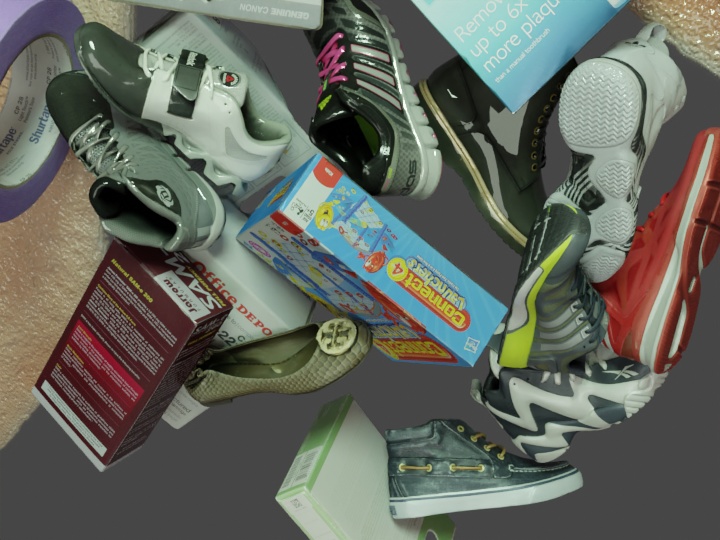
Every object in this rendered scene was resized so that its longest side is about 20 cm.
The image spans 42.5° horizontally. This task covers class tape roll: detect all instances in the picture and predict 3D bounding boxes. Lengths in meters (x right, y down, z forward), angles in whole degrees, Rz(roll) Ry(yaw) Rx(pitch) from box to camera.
[{"bbox_3d":[-0.310,-0.147,0.797,0.065,0.201,0.203,20,122,5],"label":"tape roll"}]

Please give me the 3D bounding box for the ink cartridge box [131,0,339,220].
[{"bbox_3d":[-0.139,-0.133,0.857,0.161,0.058,0.200,-30,127,27],"label":"ink cartridge box"}]

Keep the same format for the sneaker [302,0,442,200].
[{"bbox_3d":[-0.009,-0.144,0.742,0.074,0.087,0.203,-34,77,49],"label":"sneaker"}]

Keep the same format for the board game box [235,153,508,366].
[{"bbox_3d":[0.000,0.000,0.790,0.195,0.200,0.056,39,77,-11],"label":"board game box"}]

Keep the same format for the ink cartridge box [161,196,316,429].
[{"bbox_3d":[-0.161,0.046,0.916,0.199,0.084,0.144,-36,112,28],"label":"ink cartridge box"}]

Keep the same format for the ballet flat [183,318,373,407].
[{"bbox_3d":[-0.081,0.079,0.836,0.197,0.068,0.047,-15,129,26],"label":"ballet flat"}]

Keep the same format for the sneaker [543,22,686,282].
[{"bbox_3d":[0.202,-0.090,0.723,0.074,0.115,0.202,24,139,30],"label":"sneaker"}]

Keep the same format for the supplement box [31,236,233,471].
[{"bbox_3d":[-0.210,0.072,0.838,0.109,0.061,0.201,44,119,12],"label":"supplement box"}]

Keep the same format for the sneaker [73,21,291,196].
[{"bbox_3d":[-0.139,-0.151,0.767,0.088,0.075,0.199,-32,131,29],"label":"sneaker"}]

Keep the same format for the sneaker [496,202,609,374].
[{"bbox_3d":[0.163,0.020,0.738,0.079,0.075,0.201,14,150,9],"label":"sneaker"}]

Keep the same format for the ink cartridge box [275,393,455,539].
[{"bbox_3d":[0.012,0.248,0.947,0.048,0.146,0.201,-28,108,30],"label":"ink cartridge box"}]

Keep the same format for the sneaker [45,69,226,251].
[{"bbox_3d":[-0.202,-0.091,0.759,0.200,0.115,0.075,43,108,4],"label":"sneaker"}]

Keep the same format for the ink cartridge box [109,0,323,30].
[{"bbox_3d":[-0.106,-0.296,0.723,0.196,0.084,0.178,12,120,11],"label":"ink cartridge box"}]

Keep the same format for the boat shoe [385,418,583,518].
[{"bbox_3d":[0.122,0.190,0.929,0.196,0.071,0.093,-7,80,-3],"label":"boat shoe"}]

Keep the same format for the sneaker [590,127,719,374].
[{"bbox_3d":[0.232,-0.027,0.771,0.114,0.078,0.204,21,96,39],"label":"sneaker"}]

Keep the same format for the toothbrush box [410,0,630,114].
[{"bbox_3d":[0.098,-0.239,0.664,0.146,0.085,0.200,-42,92,18],"label":"toothbrush box"}]

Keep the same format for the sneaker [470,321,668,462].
[{"bbox_3d":[0.181,0.083,0.845,0.129,0.080,0.199,35,132,-14],"label":"sneaker"}]

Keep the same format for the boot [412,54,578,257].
[{"bbox_3d":[0.147,-0.107,0.760,0.138,0.078,0.200,-37,104,25],"label":"boot"}]
